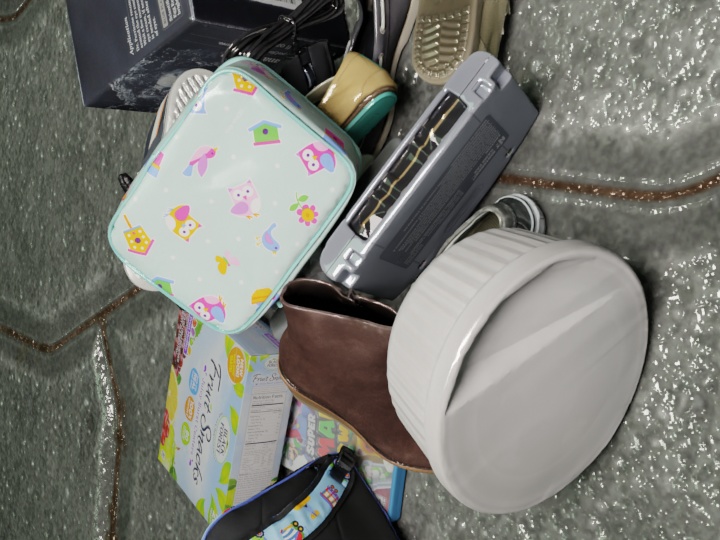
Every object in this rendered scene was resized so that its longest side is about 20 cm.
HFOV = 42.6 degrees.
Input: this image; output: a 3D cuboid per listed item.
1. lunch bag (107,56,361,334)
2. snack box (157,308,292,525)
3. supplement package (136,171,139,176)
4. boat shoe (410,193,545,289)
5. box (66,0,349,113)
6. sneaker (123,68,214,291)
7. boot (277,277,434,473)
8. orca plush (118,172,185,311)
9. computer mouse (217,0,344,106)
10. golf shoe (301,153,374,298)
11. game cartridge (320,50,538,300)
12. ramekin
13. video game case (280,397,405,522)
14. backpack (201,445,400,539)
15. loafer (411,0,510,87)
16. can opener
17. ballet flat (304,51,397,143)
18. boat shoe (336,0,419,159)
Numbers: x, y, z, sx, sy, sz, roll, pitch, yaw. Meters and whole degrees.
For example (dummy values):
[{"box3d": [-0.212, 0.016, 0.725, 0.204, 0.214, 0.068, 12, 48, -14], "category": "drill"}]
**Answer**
[{"box3d": [-0.100, -0.055, 0.757, 0.201, 0.159, 0.077, -50, 14, 20], "category": "lunch bag"}, {"box3d": [-0.145, 0.148, 0.985, 0.168, 0.067, 0.204, 32, 117, 49], "category": "snack box"}, {"box3d": [-0.136, -0.041, 0.957, 0.198, 0.108, 0.117, 7, 97, 44], "category": "supplement package"}, {"box3d": [0.074, 0.015, 0.778, 0.072, 0.070, 0.202, 49, 123, 31], "category": "boat shoe"}, {"box3d": [-0.149, -0.241, 0.904, 0.198, 0.194, 0.120, -19, 79, 43], "category": "box"}, {"box3d": [-0.168, -0.079, 0.851, 0.079, 0.077, 0.204, 174, 113, -71], "category": "sneaker"}, {"box3d": [0.024, 0.089, 0.738, 0.196, 0.073, 0.167, 18, 149, 8], "category": "boot"}, {"box3d": [-0.195, -0.027, 0.890, 0.201, 0.070, 0.106, 51, 125, 30], "category": "orca plush"}, {"box3d": [-0.072, -0.156, 0.839, 0.046, 0.140, 0.201, 47, 154, 14], "category": "computer mouse"}, {"box3d": [0.000, 0.000, 0.851, 0.096, 0.078, 0.203, 31, 112, 32], "category": "golf shoe"}, {"box3d": [0.058, -0.067, 0.731, 0.040, 0.133, 0.201, 42, 99, 26], "category": "game cartridge"}, {"box3d": [0.107, 0.063, 0.670, 0.094, 0.199, 0.206, 35, 115, 49], "category": "ramekin"}, {"box3d": [-0.029, 0.145, 0.922, 0.198, 0.018, 0.146, 16, 103, 44], "category": "video game case"}, {"box3d": [-0.057, 0.283, 0.817, 0.184, 0.198, 0.135, 53, 134, 19], "category": "backpack"}, {"box3d": [0.090, -0.241, 0.759, 0.074, 0.068, 0.204, 10, 83, 32], "category": "loafer"}, {"box3d": [-0.007, -0.020, 0.791, 0.201, 0.052, 0.067, -52, 36, 18], "category": "can opener"}, {"box3d": [-0.047, -0.108, 0.825, 0.200, 0.068, 0.063, -46, 74, 16], "category": "ballet flat"}, {"box3d": [-0.003, -0.185, 0.853, 0.072, 0.062, 0.204, 32, 113, 40], "category": "boat shoe"}]
